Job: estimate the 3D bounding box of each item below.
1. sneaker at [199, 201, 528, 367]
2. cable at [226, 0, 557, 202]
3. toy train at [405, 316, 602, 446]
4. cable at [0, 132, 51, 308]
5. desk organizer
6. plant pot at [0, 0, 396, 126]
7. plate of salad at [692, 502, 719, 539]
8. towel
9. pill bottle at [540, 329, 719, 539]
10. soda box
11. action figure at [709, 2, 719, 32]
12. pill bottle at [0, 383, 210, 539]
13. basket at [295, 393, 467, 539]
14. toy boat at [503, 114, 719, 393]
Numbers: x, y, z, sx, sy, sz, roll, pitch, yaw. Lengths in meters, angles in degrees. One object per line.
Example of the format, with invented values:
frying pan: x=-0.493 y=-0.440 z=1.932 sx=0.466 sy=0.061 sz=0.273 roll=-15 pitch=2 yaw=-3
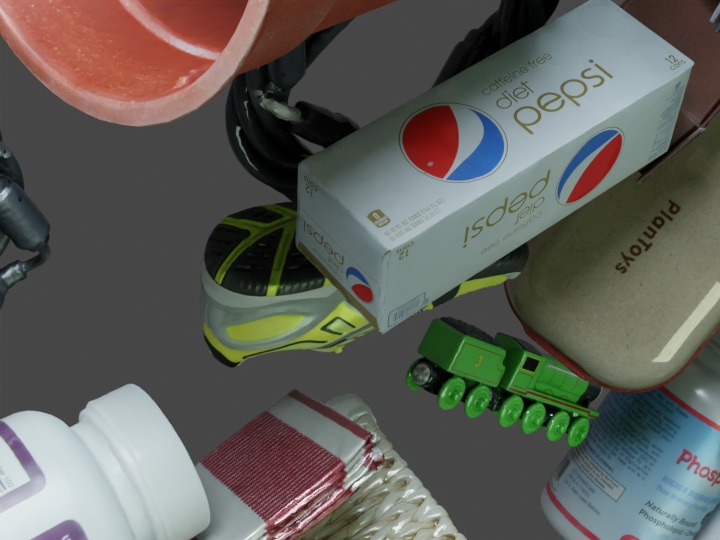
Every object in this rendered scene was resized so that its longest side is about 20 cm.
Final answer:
sneaker: x=0.000 y=0.000 z=0.817 sx=0.199 sy=0.076 sz=0.077 roll=-7 pitch=139 yaw=-29
cable: x=0.029 y=-0.107 z=0.745 sx=0.199 sy=0.051 sz=0.164 roll=-22 pitch=136 yaw=-31
toy train: x=0.100 y=0.073 z=0.994 sx=0.200 sy=0.042 sz=0.057 roll=20 pitch=97 yaw=-50
cable: x=-0.224 y=0.000 z=0.607 sx=0.200 sy=0.051 sz=0.164 roll=-33 pitch=140 yaw=-17
desk organizer: x=0.201 y=-0.150 z=0.860 sx=0.200 sy=0.077 sz=0.072 roll=-46 pitch=179 yaw=-27
plant pot: x=-0.022 y=-0.172 z=0.548 sx=0.195 sy=0.200 sz=0.202 roll=-22 pitch=136 yaw=-40
plate of salad: x=0.286 y=0.173 z=1.126 sx=0.048 sy=0.200 sz=0.201 roll=24 pitch=105 yaw=-38
towel: x=-0.087 y=0.140 z=0.801 sx=0.200 sy=0.144 sz=0.023 roll=-38 pitch=108 yaw=-13
pill bottle: x=0.225 y=0.118 z=1.094 sx=0.108 sy=0.109 sz=0.201 roll=15 pitch=112 yaw=-49
soda box: x=0.065 y=-0.055 z=0.732 sx=0.199 sy=0.068 sz=0.064 roll=-31 pitch=149 yaw=-26
action figure: x=0.105 y=-0.193 z=0.644 sx=0.102 sy=0.200 sz=0.119 roll=-38 pitch=144 yaw=8
pill bottle: x=-0.176 y=0.137 z=0.723 sx=0.199 sy=0.112 sz=0.113 roll=-28 pitch=139 yaw=-22
basket: x=-0.024 y=0.221 z=0.907 sx=0.198 sy=0.161 sz=0.201 roll=-33 pitch=139 yaw=-16
toy boat: x=0.185 y=-0.026 z=0.944 sx=0.200 sy=0.130 sz=0.131 roll=-51 pitch=173 yaw=6
